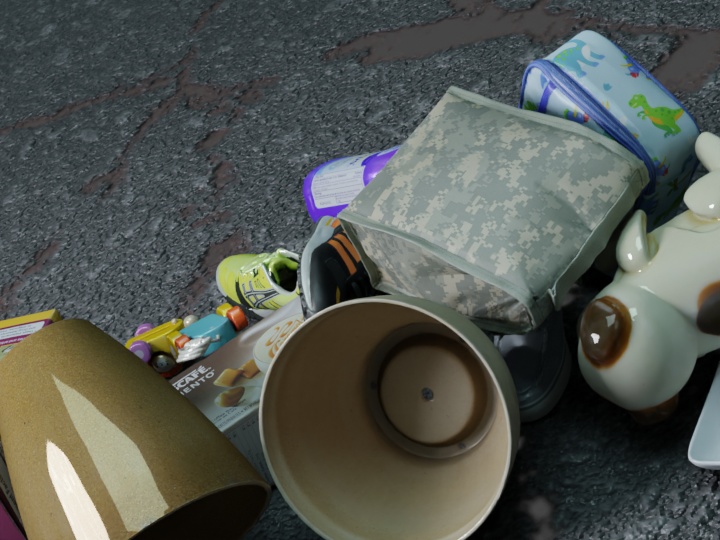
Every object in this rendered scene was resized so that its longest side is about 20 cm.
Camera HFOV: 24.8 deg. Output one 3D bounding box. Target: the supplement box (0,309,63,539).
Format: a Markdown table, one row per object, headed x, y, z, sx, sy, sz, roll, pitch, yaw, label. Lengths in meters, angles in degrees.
| x | y | z | sx | sy | sz | roll | pitch | yaw | label |
| --- | --- | --- | --- | --- | --- | --- | --- | --- | --- |
| -0.319 | 0.140 | 1.392 | 0.130 | 0.104 | 0.200 | -11 | 33 | 20 | supplement box |

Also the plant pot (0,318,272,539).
| x | y | z | sx | sy | sz | roll | pitch | yaw | label |
| --- | --- | --- | --- | --- | --- | --- | --- | --- | --- |
| -0.200 | 0.144 | 1.275 | 0.186 | 0.187 | 0.200 | -32 | 69 | -15 | plant pot |

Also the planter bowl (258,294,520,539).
| x | y | z | sx | sy | sz | roll | pitch | yaw | label |
| --- | --- | --- | --- | --- | --- | --- | --- | --- | --- |
| 0.038 | 0.109 | 1.277 | 0.199 | 0.201 | 0.135 | -9 | 6 | 22 | planter bowl |

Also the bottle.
| x | y | z | sx | sy | sz | roll | pitch | yaw | label |
| --- | --- | --- | --- | --- | --- | --- | --- | --- | --- |
| 0.032 | -0.081 | 1.505 | 0.083 | 0.066 | 0.200 | -20 | 8 | -36 | bottle |

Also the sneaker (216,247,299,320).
| x | y | z | sx | sy | sz | roll | pitch | yaw | label |
| --- | --- | --- | --- | --- | --- | --- | --- | --- | --- |
| -0.076 | 0.008 | 1.590 | 0.075 | 0.077 | 0.200 | -41 | 34 | -25 | sneaker |

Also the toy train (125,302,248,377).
| x | y | z | sx | sy | sz | roll | pitch | yaw | label |
| --- | --- | --- | --- | --- | --- | --- | --- | --- | --- |
| -0.192 | 0.094 | 1.531 | 0.199 | 0.056 | 0.150 | -16 | 17 | 31 | toy train |

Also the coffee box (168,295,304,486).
| x | y | z | sx | sy | sz | roll | pitch | yaw | label |
| --- | --- | --- | --- | --- | --- | --- | --- | --- | --- |
| -0.079 | 0.112 | 1.426 | 0.200 | 0.080 | 0.114 | -33 | 32 | -18 | coffee box |

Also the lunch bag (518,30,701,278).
| x | y | z | sx | sy | sz | roll | pitch | yaw | label |
| --- | --- | --- | --- | --- | --- | --- | --- | --- | --- |
| 0.202 | -0.099 | 1.408 | 0.082 | 0.200 | 0.161 | -34 | 69 | -19 | lunch bag |

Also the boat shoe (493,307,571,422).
| x | y | z | sx | sy | sz | roll | pitch | yaw | label |
| --- | --- | --- | --- | --- | --- | --- | --- | --- | --- |
| 0.135 | 0.031 | 1.390 | 0.070 | 0.072 | 0.202 | -15 | 47 | 27 | boat shoe |

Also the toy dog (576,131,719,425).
| x | y | z | sx | sy | sz | roll | pitch | yaw | label |
| --- | --- | --- | --- | --- | --- | --- | --- | --- | --- |
| 0.255 | 0.027 | 1.262 | 0.200 | 0.140 | 0.194 | -39 | 38 | -3 | toy dog |

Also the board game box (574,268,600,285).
| x | y | z | sx | sy | sz | roll | pitch | yaw | label |
| --- | --- | --- | --- | --- | --- | --- | --- | --- | --- |
| 0.187 | -0.052 | 1.565 | 0.105 | 0.024 | 0.200 | -34 | 34 | -14 | board game box |

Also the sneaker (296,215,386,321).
| x | y | z | sx | sy | sz | roll | pitch | yaw | label |
| --- | --- | --- | --- | --- | --- | --- | --- | --- | --- |
| 0.000 | 0.000 | 1.414 | 0.089 | 0.070 | 0.200 | -6 | 22 | 9 | sneaker |

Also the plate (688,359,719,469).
| x | y | z | sx | sy | sz | roll | pitch | yaw | label |
| --- | --- | --- | --- | --- | --- | --- | --- | --- | --- |
| 0.364 | 0.087 | 1.229 | 0.199 | 0.032 | 0.200 | -2 | 37 | 30 | plate |

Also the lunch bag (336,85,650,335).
| x | y | z | sx | sy | sz | roll | pitch | yaw | label |
| --- | --- | --- | --- | --- | --- | --- | --- | --- | --- |
| 0.114 | -0.040 | 1.312 | 0.199 | 0.118 | 0.164 | 22 | 63 | 40 | lunch bag |
